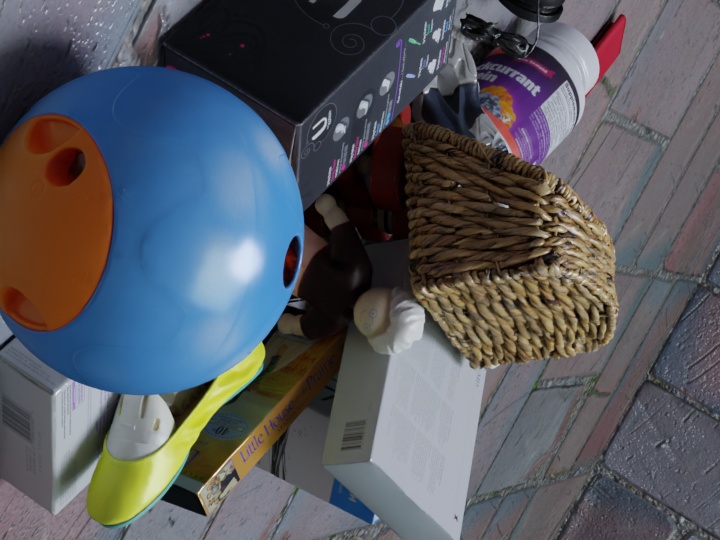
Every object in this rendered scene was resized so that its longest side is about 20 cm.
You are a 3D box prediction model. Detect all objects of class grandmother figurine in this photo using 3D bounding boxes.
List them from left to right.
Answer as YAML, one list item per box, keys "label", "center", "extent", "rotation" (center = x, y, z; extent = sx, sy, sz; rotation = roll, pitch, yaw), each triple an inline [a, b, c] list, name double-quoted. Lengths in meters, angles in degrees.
- label: "grandmother figurine"
  center: [-0.037, 0.003, 1.461]
  extent: [0.061, 0.199, 0.122]
  rotation: [-38, 152, -47]

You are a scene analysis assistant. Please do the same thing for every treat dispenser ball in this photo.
- label: "treat dispenser ball"
  center: [-0.134, -0.024, 1.167]
  extent: [0.201, 0.200, 0.201]
  rotation: [-49, 159, -26]

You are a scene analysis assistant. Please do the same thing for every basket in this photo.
- label: "basket"
  center: [0.124, -0.028, 1.480]
  extent: [0.200, 0.142, 0.150]
  rotation: [50, 34, -61]

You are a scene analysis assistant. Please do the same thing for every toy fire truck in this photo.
- label: "toy fire truck"
  center: [0.010, -0.116, 1.563]
  extent: [0.200, 0.111, 0.169]
  rotation: [59, 43, -64]

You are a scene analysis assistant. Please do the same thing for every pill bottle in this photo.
- label: "pill bottle"
  center: [0.147, -0.156, 1.833]
  extent: [0.200, 0.111, 0.112]
  rotation: [-45, 157, -37]

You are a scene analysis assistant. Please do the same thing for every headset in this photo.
- label: "headset"
  center: [0.153, -0.277, 1.726]
  extent: [0.124, 0.093, 0.201]
  rotation: [115, -7, -59]

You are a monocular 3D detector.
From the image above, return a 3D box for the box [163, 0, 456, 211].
- label: "box"
  center: [-0.033, -0.154, 1.352]
  extent: [0.200, 0.122, 0.106]
  rotation: [-48, 159, -32]

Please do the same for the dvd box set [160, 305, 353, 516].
- label: "dvd box set"
  center: [-0.115, 0.099, 1.501]
  extent: [0.200, 0.146, 0.030]
  rotation: [-46, 133, -32]

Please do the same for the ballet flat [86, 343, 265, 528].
- label: "ballet flat"
  center: [-0.142, 0.098, 1.394]
  extent: [0.200, 0.067, 0.067]
  rotation: [-49, 139, -35]

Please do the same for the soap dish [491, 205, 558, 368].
- label: "soap dish"
  center: [0.183, 0.014, 2.232]
  extent: [0.200, 0.081, 0.158]
  rotation: [-31, 147, -54]

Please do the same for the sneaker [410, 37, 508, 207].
- label: "sneaker"
  center: [0.075, -0.092, 1.690]
  extent: [0.079, 0.200, 0.130]
  rotation: [-14, 160, -13]

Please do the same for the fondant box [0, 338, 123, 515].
- label: "fondant box"
  center: [-0.182, 0.064, 1.406]
  extent: [0.200, 0.058, 0.145]
  rotation: [-43, 156, -37]

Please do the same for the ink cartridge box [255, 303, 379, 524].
- label: "ink cartridge box"
  center: [-0.030, 0.120, 1.655]
  extent: [0.146, 0.199, 0.085]
  rotation: [-31, 140, -54]

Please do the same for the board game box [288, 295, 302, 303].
- label: "board game box"
  center: [0.000, 0.000, 1.678]
  extent: [0.200, 0.135, 0.028]
  rotation: [-14, 94, -64]

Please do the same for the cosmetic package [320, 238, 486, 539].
- label: "cosmetic package"
  center: [0.041, 0.099, 1.524]
  extent: [0.151, 0.051, 0.201]
  rotation: [46, 45, -43]

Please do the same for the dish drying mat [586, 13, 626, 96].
- label: "dish drying mat"
  center: [0.240, -0.202, 2.150]
  extent: [0.200, 0.018, 0.077]
  rotation: [-52, 161, -24]
